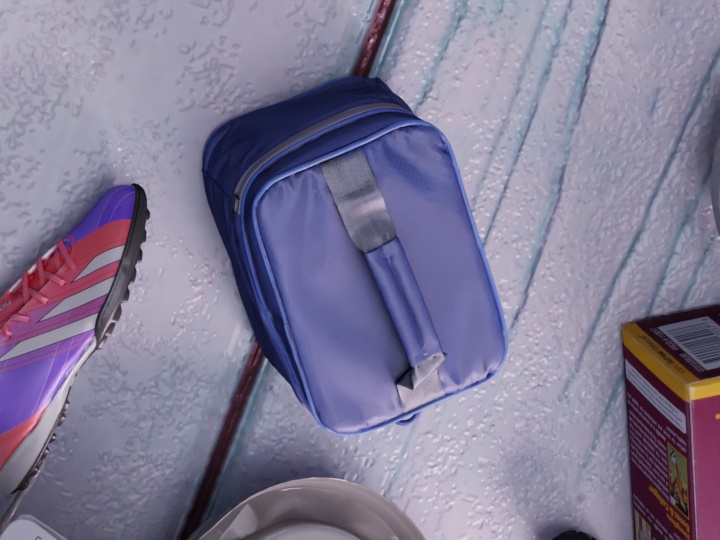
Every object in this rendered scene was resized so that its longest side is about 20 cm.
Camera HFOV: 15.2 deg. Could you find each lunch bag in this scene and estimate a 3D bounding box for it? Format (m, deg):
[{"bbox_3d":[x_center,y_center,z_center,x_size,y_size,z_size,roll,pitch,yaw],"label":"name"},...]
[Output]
[{"bbox_3d":[0.000,0.000,1.583,0.135,0.132,0.201,-23,113,-8],"label":"lunch bag"}]

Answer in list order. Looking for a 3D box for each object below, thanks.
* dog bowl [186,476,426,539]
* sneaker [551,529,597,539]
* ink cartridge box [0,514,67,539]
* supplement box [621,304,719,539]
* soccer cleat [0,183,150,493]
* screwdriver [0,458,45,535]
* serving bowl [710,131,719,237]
[{"bbox_3d":[-0.041,0.227,1.653,0.199,0.059,0.202,3,85,-30],"label":"dog bowl"},{"bbox_3d":[0.157,0.262,1.753,0.090,0.078,0.201,-25,114,-4],"label":"sneaker"},{"bbox_3d":[-0.166,0.234,1.479,0.146,0.083,0.200,-55,159,-9],"label":"ink cartridge box"},{"bbox_3d":[0.229,0.137,1.711,0.085,0.110,0.201,-11,112,-13],"label":"supplement box"},{"bbox_3d":[-0.189,0.032,1.576,0.073,0.068,0.201,25,101,-15],"label":"soccer cleat"},{"bbox_3d":[-0.243,0.199,1.631,0.028,0.029,0.200,30,103,-24],"label":"screwdriver"},{"bbox_3d":[0.305,-0.067,1.689,0.199,0.066,0.201,-5,110,-14],"label":"serving bowl"}]
